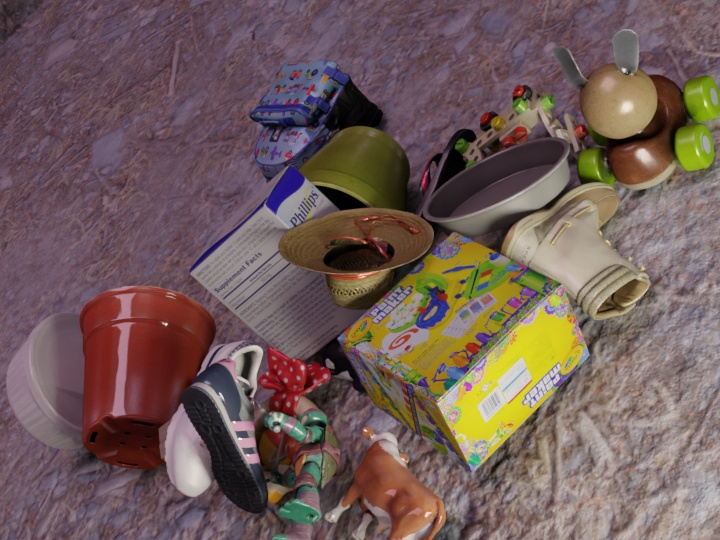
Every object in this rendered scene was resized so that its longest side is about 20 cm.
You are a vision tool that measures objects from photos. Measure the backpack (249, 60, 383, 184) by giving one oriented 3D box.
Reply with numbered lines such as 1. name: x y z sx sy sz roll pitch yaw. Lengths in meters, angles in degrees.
1. backpack: -0.092 -0.214 2.031 0.182 0.134 0.201 14 67 51

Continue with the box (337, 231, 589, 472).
1. box: 0.117 0.087 1.484 0.200 0.123 0.192 -41 39 -16

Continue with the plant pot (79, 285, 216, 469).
1. plant pot: -0.309 0.160 1.824 0.199 0.201 0.197 -22 48 26

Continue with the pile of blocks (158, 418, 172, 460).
1. pile of blocks: -0.199 0.191 1.736 0.062 0.082 0.200 -36 12 32

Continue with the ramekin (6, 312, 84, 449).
1. ramekin: -0.436 0.173 1.927 0.094 0.202 0.204 -34 35 31

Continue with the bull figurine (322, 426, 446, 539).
1. bull figurine: 0.027 0.263 1.483 0.122 0.065 0.200 -55 28 1

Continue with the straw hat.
1. straw hat: 0.000 0.000 1.573 0.198 0.086 0.202 -2 25 1

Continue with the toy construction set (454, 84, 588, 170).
1. toy construction set: 0.207 -0.167 1.722 0.198 0.092 0.132 -24 39 25

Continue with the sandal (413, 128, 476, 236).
1. sandal: 0.103 -0.117 1.786 0.045 0.075 0.201 15 67 36

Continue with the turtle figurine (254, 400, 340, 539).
1. turtle figurine: -0.072 0.222 1.518 0.099 0.151 0.201 -5 43 4

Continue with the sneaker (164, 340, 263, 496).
1. sneaker: -0.177 0.178 1.586 0.080 0.076 0.202 -11 57 52

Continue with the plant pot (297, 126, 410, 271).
1. plant pot: -0.015 -0.096 1.806 0.199 0.201 0.194 -16 31 33

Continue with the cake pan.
1. cake pan: 0.173 -0.100 1.597 0.198 0.037 0.201 -25 18 9

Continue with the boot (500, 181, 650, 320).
1. boot: 0.279 -0.022 1.513 0.199 0.073 0.154 -26 51 -39

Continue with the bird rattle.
1. bird rattle: -0.103 0.209 1.667 0.199 0.113 0.163 -39 53 -5

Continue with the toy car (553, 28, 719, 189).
1. toy car: 0.319 -0.213 1.565 0.163 0.200 0.159 -12 45 36

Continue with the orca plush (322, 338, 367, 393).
1. orca plush: 0.019 0.098 1.653 0.199 0.071 0.106 6 59 47

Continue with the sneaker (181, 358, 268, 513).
1. sneaker: -0.142 0.196 1.537 0.069 0.202 0.082 4 36 30

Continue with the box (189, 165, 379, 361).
1. box: -0.089 -0.004 1.705 0.184 0.200 0.105 -37 16 39
